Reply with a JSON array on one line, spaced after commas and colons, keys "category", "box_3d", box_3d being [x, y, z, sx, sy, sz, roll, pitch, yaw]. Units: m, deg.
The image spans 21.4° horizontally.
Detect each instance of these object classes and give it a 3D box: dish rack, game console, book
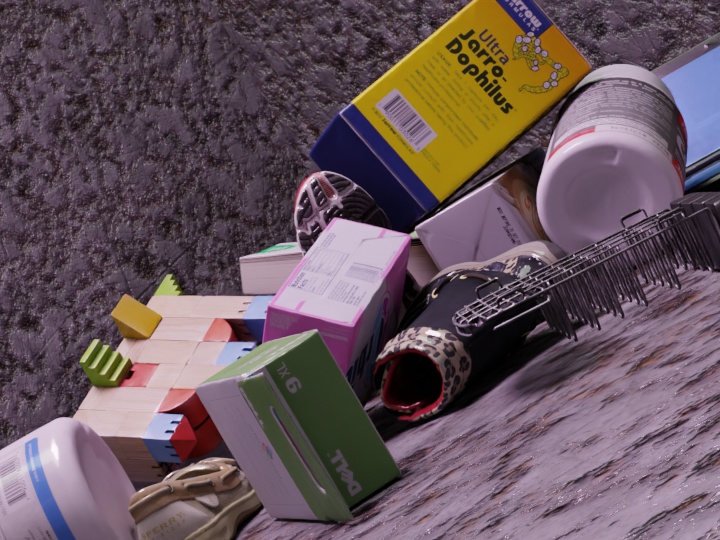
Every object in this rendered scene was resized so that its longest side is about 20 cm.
[{"category": "dish rack", "box_3d": [0.157, 0.006, 1.232, 0.199, 0.055, 0.153, -25, 2, -1]}, {"category": "game console", "box_3d": [0.278, -0.118, 1.664, 0.200, 0.119, 0.172, -30, 2, 13]}, {"category": "book", "box_3d": [0.009, -0.009, 1.688, 0.199, 0.048, 0.134, -5, 7, 16]}]

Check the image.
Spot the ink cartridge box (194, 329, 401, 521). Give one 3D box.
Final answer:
[{"category": "ink cartridge box", "box_3d": [-0.035, 0.097, 1.183, 0.059, 0.104, 0.200, -31, 3, -17]}]

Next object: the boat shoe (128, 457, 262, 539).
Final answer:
[{"category": "boat shoe", "box_3d": [-0.119, 0.160, 1.334, 0.073, 0.063, 0.201, -29, 3, 11]}]

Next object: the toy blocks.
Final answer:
[{"category": "toy blocks", "box_3d": [-0.127, 0.088, 1.442, 0.136, 0.100, 0.200, 0, 43, 32]}]

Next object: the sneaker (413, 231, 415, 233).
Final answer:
[{"category": "sneaker", "box_3d": [0.078, 0.005, 1.990, 0.085, 0.077, 0.200, -17, 22, 49]}]

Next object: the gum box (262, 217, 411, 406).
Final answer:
[{"category": "gum box", "box_3d": [-0.022, 0.051, 1.411, 0.066, 0.114, 0.200, 13, 23, 10]}]

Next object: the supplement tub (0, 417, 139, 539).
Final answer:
[{"category": "supplement tub", "box_3d": [-0.253, 0.200, 1.304, 0.200, 0.132, 0.132, -30, 3, 6]}]

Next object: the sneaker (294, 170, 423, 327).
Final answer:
[{"category": "sneaker", "box_3d": [0.000, 0.000, 1.560, 0.077, 0.200, 0.085, -37, 27, -6]}]

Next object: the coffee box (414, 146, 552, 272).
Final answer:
[{"category": "coffee box", "box_3d": [0.128, -0.023, 1.571, 0.080, 0.115, 0.200, -31, 1, 20]}]

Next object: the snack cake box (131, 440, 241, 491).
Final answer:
[{"category": "snack cake box", "box_3d": [-0.161, 0.169, 1.574, 0.115, 0.067, 0.200, -32, 3, -18]}]

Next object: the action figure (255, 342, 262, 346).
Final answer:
[{"category": "action figure", "box_3d": [-0.038, 0.071, 1.582, 0.102, 0.119, 0.200, -44, -10, 23]}]

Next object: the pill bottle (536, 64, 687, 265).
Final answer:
[{"category": "pill bottle", "box_3d": [0.208, -0.091, 1.544, 0.114, 0.114, 0.200, -29, 16, 22]}]

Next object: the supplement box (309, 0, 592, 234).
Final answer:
[{"category": "supplement box", "box_3d": [0.074, -0.131, 1.567, 0.200, 0.110, 0.109, -41, -1, -21]}]

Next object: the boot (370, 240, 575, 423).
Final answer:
[{"category": "boot", "box_3d": [0.053, 0.055, 1.387, 0.154, 0.074, 0.203, -36, 4, -36]}]
